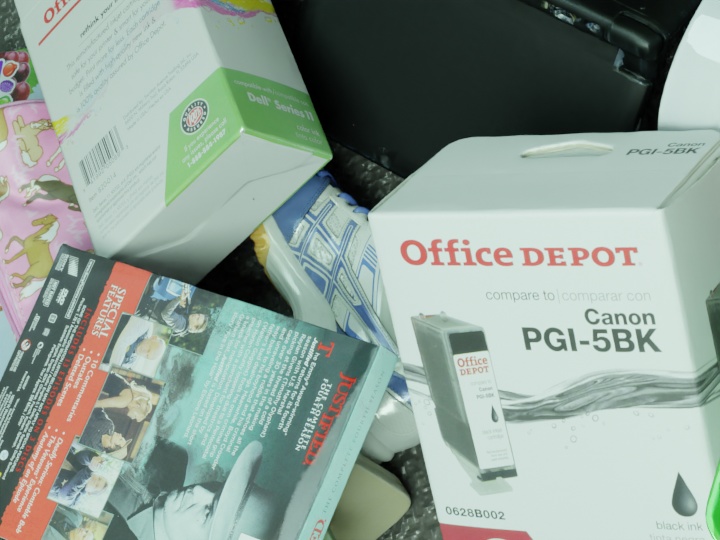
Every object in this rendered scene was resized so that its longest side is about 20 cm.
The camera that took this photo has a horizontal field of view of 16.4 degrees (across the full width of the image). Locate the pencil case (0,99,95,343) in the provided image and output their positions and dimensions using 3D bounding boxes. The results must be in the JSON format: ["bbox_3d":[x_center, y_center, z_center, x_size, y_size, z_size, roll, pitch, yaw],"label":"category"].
[{"bbox_3d":[-0.145,0.010,1.266,0.086,0.083,0.200,-31,61,9],"label":"pencil case"}]

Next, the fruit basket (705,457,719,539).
[{"bbox_3d":[0.246,0.060,0.955,0.215,0.216,0.156,9,75,35],"label":"fruit basket"}]

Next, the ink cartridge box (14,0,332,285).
[{"bbox_3d":[-0.101,-0.108,1.260,0.117,0.067,0.200,-41,55,30],"label":"ink cartridge box"}]

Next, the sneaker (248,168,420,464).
[{"bbox_3d":[0.000,0.000,1.256,0.088,0.075,0.200,-23,68,13],"label":"sneaker"}]

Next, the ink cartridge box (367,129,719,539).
[{"bbox_3d":[0.099,0.048,1.087,0.147,0.083,0.200,-1,114,33],"label":"ink cartridge box"}]

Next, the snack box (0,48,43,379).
[{"bbox_3d":[-0.162,-0.027,1.373,0.142,0.053,0.200,-5,68,28],"label":"snack box"}]

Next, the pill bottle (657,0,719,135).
[{"bbox_3d":[0.235,-0.054,1.065,0.200,0.114,0.114,27,85,20],"label":"pill bottle"}]

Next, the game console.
[{"bbox_3d":[0.081,-0.132,1.263,0.200,0.116,0.176,29,59,25],"label":"game console"}]

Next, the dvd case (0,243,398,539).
[{"bbox_3d":[-0.091,0.077,1.143,0.200,0.022,0.146,16,78,37],"label":"dvd case"}]

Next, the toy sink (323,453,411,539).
[{"bbox_3d":[-0.056,0.184,1.168,0.200,0.130,0.112,-41,54,10],"label":"toy sink"}]
